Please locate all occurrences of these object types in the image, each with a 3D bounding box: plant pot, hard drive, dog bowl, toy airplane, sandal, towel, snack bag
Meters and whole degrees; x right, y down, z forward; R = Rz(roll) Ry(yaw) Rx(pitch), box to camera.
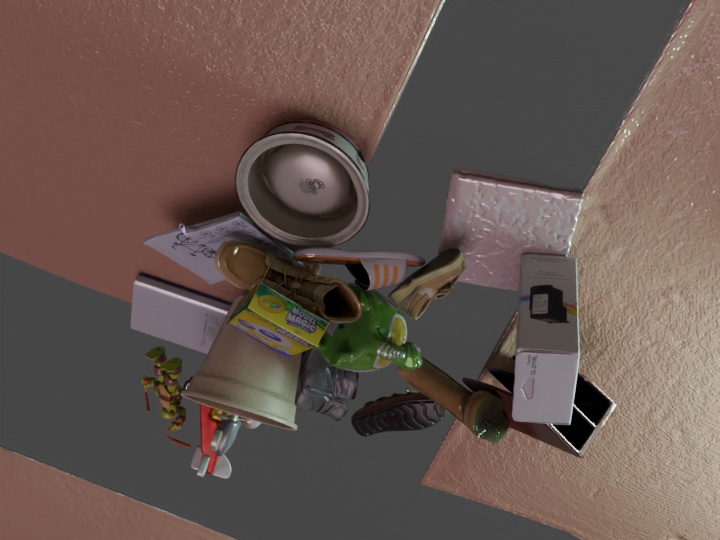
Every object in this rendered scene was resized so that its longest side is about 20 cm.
[{"bbox_3d":[-0.175,0.149,1.335,0.199,0.185,0.201,15,164,5],"label":"plant pot"},{"bbox_3d":[-0.317,0.088,1.453,0.199,0.025,0.132,19,132,-1],"label":"hard drive"},{"bbox_3d":[-0.077,-0.131,1.160,0.199,0.074,0.201,8,131,9],"label":"dog bowl"},{"bbox_3d":[-0.253,0.291,1.497,0.140,0.201,0.200,-3,134,-4],"label":"toy airplane"},{"bbox_3d":[-0.003,0.001,1.216,0.205,0.060,0.079,2,173,-15],"label":"sandal"},{"bbox_3d":[0.214,-0.054,1.174,0.190,0.032,0.201,10,133,6],"label":"towel"},{"bbox_3d":[-0.220,-0.029,1.273,0.199,0.022,0.188,-11,153,24],"label":"snack bag"}]

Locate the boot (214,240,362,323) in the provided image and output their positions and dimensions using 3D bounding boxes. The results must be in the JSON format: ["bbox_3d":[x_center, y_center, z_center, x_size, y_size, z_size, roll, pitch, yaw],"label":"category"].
[{"bbox_3d":[-0.105,0.019,1.185,0.200,0.073,0.155,34,167,-37],"label":"boot"}]

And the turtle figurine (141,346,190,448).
[{"bbox_3d":[-0.368,0.237,1.547,0.200,0.064,0.162,40,136,43],"label":"turtle figurine"}]

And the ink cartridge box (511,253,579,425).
[{"bbox_3d":[0.263,0.096,1.134,0.082,0.201,0.146,3,131,11],"label":"ink cartridge box"}]

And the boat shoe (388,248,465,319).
[{"bbox_3d":[0.109,0.025,1.207,0.063,0.073,0.201,50,149,-1],"label":"boat shoe"}]

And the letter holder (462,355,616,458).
[{"bbox_3d":[0.271,0.190,1.257,0.142,0.101,0.200,43,167,-19],"label":"letter holder"}]

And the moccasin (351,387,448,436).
[{"bbox_3d":[0.078,0.255,1.462,0.201,0.078,0.074,-25,105,37],"label":"moccasin"}]

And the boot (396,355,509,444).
[{"bbox_3d":[0.138,0.196,1.299,0.200,0.066,0.175,35,166,31],"label":"boot"}]

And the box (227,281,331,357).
[{"bbox_3d":[-0.121,0.075,1.175,0.117,0.049,0.200,31,159,-10],"label":"box"}]

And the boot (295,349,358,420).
[{"bbox_3d":[-0.061,0.176,1.435,0.131,0.070,0.201,10,120,-20],"label":"boot"}]

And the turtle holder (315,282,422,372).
[{"bbox_3d":[0.017,0.093,1.276,0.131,0.142,0.185,19,158,-39],"label":"turtle holder"}]
